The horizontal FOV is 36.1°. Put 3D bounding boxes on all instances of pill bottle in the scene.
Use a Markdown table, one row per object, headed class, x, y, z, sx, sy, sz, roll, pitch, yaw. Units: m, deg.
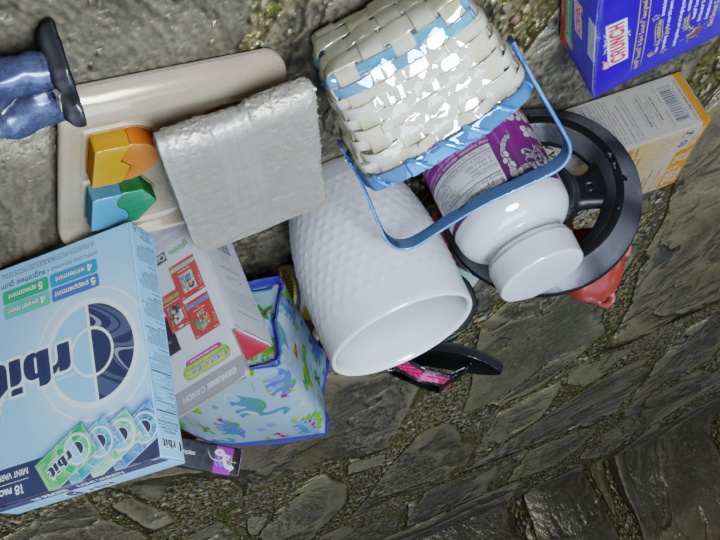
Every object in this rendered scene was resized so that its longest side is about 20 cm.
| class | x | y | z | sx | sy | sz | roll | pitch | yaw |
| --- | --- | --- | --- | --- | --- | --- | --- | --- | --- |
| pill bottle | 0.122 | -0.079 | 1.007 | 0.111 | 0.202 | 0.113 | -21 | 157 | -9 |

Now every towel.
| class | x | y | z | sx | sy | sz | roll | pitch | yaw |
| --- | --- | --- | --- | --- | --- | --- | --- | --- | --- |
| towel | -0.092 | -0.084 | 0.907 | 0.131 | 0.035 | 0.201 | -23 | 160 | -9 |

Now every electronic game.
| class | x | y | z | sx | sy | sz | roll | pitch | yaw |
| --- | --- | --- | --- | --- | --- | --- | --- | --- | --- |
| electronic game | 0.174 | -0.069 | 1.080 | 0.197 | 0.202 | 0.042 | -25 | 155 | -1 |

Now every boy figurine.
| class | x | y | z | sx | sy | sz | roll | pitch | yaw |
| --- | --- | --- | --- | --- | --- | --- | --- | --- | --- |
| boy figurine | -0.284 | -0.095 | 0.733 | 0.197 | 0.065 | 0.125 | -21 | 157 | -10 |

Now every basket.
| class | x | y | z | sx | sy | sz | roll | pitch | yaw |
| --- | --- | --- | --- | --- | --- | --- | --- | --- | --- |
| basket | 0.063 | -0.127 | 0.884 | 0.174 | 0.140 | 0.202 | -27 | 120 | 5 |

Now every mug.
| class | x | y | z | sx | sy | sz | roll | pitch | yaw |
| --- | --- | --- | --- | --- | --- | --- | --- | --- | --- |
| mug | 0.000 | 0.000 | 1.077 | 0.145 | 0.177 | 0.201 | -14 | 155 | -24 |

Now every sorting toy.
| class | x | y | z | sx | sy | sz | roll | pitch | yaw |
| --- | --- | --- | --- | --- | --- | --- | --- | --- | --- |
| sorting toy | -0.156 | -0.089 | 0.908 | 0.182 | 0.037 | 0.201 | -16 | 154 | -22 |

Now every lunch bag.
| class | x | y | z | sx | sy | sz | roll | pitch | yaw |
| --- | --- | --- | --- | --- | --- | --- | --- | --- | --- |
| lunch bag | -0.147 | 0.103 | 1.161 | 0.196 | 0.129 | 0.171 | -12 | 142 | 13 |

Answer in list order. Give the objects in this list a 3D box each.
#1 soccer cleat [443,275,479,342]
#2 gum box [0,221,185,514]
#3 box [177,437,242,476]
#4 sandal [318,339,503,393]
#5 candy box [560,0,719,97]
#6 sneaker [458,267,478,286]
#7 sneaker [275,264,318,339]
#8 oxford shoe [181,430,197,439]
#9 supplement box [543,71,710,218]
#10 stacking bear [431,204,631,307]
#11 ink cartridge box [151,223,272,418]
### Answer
| class | x | y | z | sx | sy | sz | roll | pitch | yaw |
| --- | --- | --- | --- | --- | --- | --- | --- | --- | --- |
| soccer cleat | 0.094 | 0.036 | 1.176 | 0.081 | 0.068 | 0.200 | -37 | 169 | -18 |
| gum box | -0.241 | 0.083 | 0.930 | 0.167 | 0.203 | 0.045 | -19 | 159 | 16 |
| box | -0.250 | 0.195 | 1.244 | 0.197 | 0.037 | 0.142 | 16 | 167 | -29 |
| sandal | 0.051 | 0.101 | 1.168 | 0.196 | 0.046 | 0.075 | 6 | 159 | 7 |
| candy box | 0.273 | -0.258 | 0.948 | 0.198 | 0.078 | 0.169 | -26 | 158 | -2 |
| sneaker | 0.080 | -0.020 | 1.238 | 0.199 | 0.074 | 0.119 | -30 | 146 | -33 |
| sneaker | -0.053 | 0.054 | 1.263 | 0.089 | 0.076 | 0.201 | -12 | 155 | -17 |
| oxford shoe | -0.200 | 0.146 | 1.311 | 0.072 | 0.072 | 0.200 | -29 | 156 | -2 |
| supplement box | 0.268 | -0.127 | 1.217 | 0.197 | 0.074 | 0.127 | -20 | 155 | -14 |
| stacking bear | 0.177 | -0.027 | 1.144 | 0.123 | 0.197 | 0.114 | -69 | 162 | -1 |
| ink cartridge box | -0.193 | 0.075 | 1.034 | 0.198 | 0.178 | 0.084 | -31 | 156 | 13 |
